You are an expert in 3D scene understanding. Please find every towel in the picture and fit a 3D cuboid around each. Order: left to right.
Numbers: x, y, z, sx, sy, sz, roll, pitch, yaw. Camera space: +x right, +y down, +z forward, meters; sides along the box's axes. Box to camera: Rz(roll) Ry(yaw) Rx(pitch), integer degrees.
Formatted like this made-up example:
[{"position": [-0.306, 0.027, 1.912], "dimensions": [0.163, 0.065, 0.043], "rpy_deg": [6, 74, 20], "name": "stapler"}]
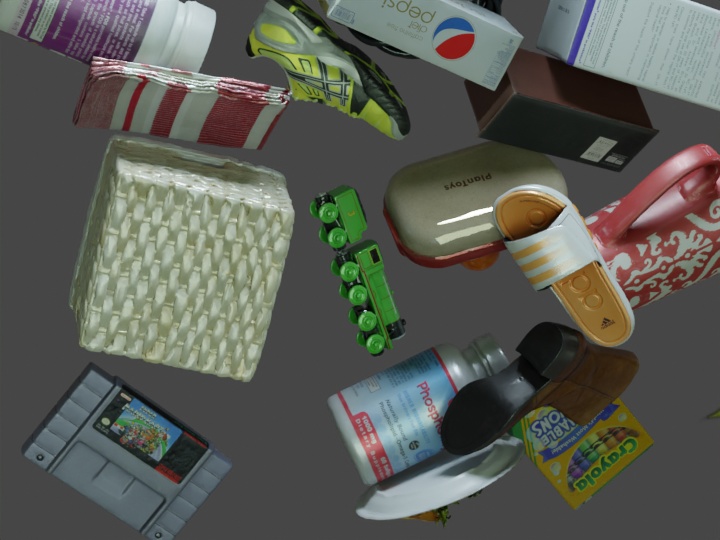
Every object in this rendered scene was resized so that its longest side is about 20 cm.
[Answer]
[{"position": [-0.181, -0.160, 1.516], "dimensions": [0.199, 0.144, 0.023], "rpy_deg": [7, 71, -15], "name": "towel"}]

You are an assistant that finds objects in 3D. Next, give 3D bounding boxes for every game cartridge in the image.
[{"position": [-0.253, 0.203, 1.663], "dimensions": [0.200, 0.038, 0.130], "rpy_deg": [38, 100, -20], "name": "game cartridge"}]

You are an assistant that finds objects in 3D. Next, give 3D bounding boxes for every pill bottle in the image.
[{"position": [-0.247, -0.252, 1.478], "dimensions": [0.199, 0.112, 0.113], "rpy_deg": [21, 102, -17], "name": "pill bottle"}, {"position": [0.071, 0.148, 1.679], "dimensions": [0.199, 0.109, 0.109], "rpy_deg": [-26, 111, -4], "name": "pill bottle"}]

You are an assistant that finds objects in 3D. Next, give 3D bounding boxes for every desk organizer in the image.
[{"position": [0.214, -0.174, 1.627], "dimensions": [0.199, 0.077, 0.072], "rpy_deg": [10, 139, -31], "name": "desk organizer"}]

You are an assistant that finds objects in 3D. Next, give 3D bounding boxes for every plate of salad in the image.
[{"position": [0.090, 0.234, 1.661], "dimensions": [0.199, 0.200, 0.048], "rpy_deg": [-23, 98, -5], "name": "plate of salad"}]

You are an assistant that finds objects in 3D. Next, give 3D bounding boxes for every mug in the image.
[{"position": [0.310, -0.049, 1.641], "dimensions": [0.199, 0.133, 0.178], "rpy_deg": [-26, 118, -14], "name": "mug"}]

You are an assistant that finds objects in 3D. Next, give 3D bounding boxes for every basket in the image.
[{"position": [-0.180, -0.014, 1.544], "dimensions": [0.197, 0.161, 0.201], "rpy_deg": [13, 102, -15], "name": "basket"}]

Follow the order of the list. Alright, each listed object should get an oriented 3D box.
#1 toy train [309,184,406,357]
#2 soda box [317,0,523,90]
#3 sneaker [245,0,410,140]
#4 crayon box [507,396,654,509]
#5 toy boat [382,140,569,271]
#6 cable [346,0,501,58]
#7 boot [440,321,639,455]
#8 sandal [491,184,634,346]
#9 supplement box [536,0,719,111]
[{"position": [0.000, 0.000, 1.655], "dimensions": [0.056, 0.042, 0.201], "rpy_deg": [-26, 111, -15], "name": "toy train"}, {"position": [0.058, -0.252, 1.513], "dimensions": [0.199, 0.068, 0.064], "rpy_deg": [21, 111, -22], "name": "soda box"}, {"position": [-0.032, -0.200, 1.574], "dimensions": [0.200, 0.075, 0.076], "rpy_deg": [41, 106, -12], "name": "sneaker"}, {"position": [0.250, 0.185, 1.763], "dimensions": [0.126, 0.052, 0.200], "rpy_deg": [-41, 112, 2], "name": "crayon box"}, {"position": [0.127, -0.052, 1.639], "dimensions": [0.199, 0.131, 0.131], "rpy_deg": [-16, 140, -7], "name": "toy boat"}, {"position": [0.056, -0.298, 1.560], "dimensions": [0.199, 0.051, 0.164], "rpy_deg": [31, 98, -21], "name": "cable"}, {"position": [0.195, 0.139, 1.650], "dimensions": [0.189, 0.068, 0.200], "rpy_deg": [-53, 147, 10], "name": "boot"}, {"position": [0.212, 0.002, 1.541], "dimensions": [0.079, 0.059, 0.207], "rpy_deg": [-33, 105, 24], "name": "sandal"}, {"position": [0.304, -0.249, 1.612], "dimensions": [0.199, 0.101, 0.104], "rpy_deg": [13, 104, -16], "name": "supplement box"}]
